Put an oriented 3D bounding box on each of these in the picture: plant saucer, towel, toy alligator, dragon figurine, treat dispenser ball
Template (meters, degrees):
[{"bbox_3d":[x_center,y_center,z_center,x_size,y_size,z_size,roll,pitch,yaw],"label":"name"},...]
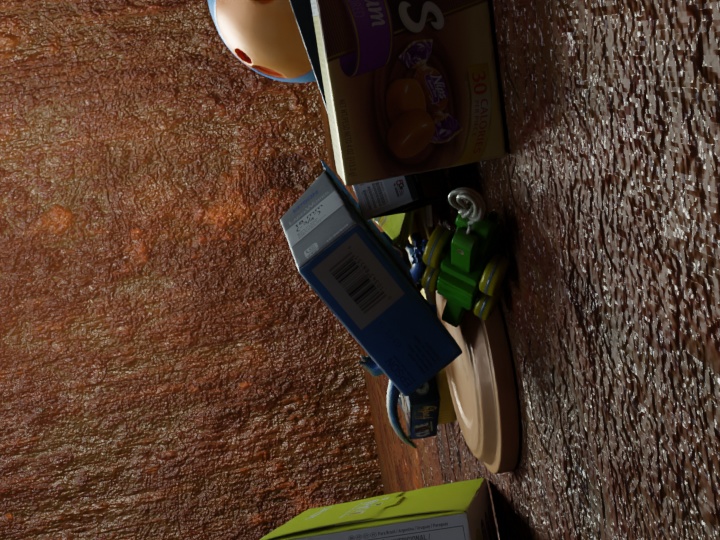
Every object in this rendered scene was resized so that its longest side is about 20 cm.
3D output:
[{"bbox_3d":[0.098,0.077,0.884,0.200,0.032,0.205,169,90,-86],"label":"plant saucer"},{"bbox_3d":[0.037,-0.078,1.046,0.200,0.018,0.088,-116,36,-80],"label":"towel"},{"bbox_3d":[0.082,-0.020,0.731,0.055,0.059,0.201,-57,-15,-23],"label":"toy alligator"},{"bbox_3d":[0.050,0.061,0.985,0.058,0.098,0.204,26,-133,-46],"label":"dragon figurine"},{"bbox_3d":[-0.071,-0.312,1.112,0.201,0.196,0.205,170,90,-86],"label":"treat dispenser ball"}]

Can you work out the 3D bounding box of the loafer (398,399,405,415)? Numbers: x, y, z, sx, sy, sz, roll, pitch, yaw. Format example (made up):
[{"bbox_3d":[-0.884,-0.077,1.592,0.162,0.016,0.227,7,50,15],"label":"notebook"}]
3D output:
[{"bbox_3d":[0.069,0.092,1.272,0.072,0.062,0.204,-39,61,51],"label":"loafer"}]

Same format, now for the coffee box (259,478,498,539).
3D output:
[{"bbox_3d":[0.032,0.317,0.930,0.200,0.196,0.202,17,-118,-77],"label":"coffee box"}]

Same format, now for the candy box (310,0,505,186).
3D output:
[{"bbox_3d":[0.026,-0.169,0.674,0.057,0.114,0.204,-116,17,-75],"label":"candy box"}]

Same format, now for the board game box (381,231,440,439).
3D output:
[{"bbox_3d":[0.050,0.075,1.139,0.136,0.034,0.204,84,175,-65],"label":"board game box"}]

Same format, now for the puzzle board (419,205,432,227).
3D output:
[{"bbox_3d":[0.053,-0.169,1.027,0.152,0.017,0.203,-103,5,-52],"label":"puzzle board"}]

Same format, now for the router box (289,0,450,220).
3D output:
[{"bbox_3d":[0.012,-0.149,0.861,0.157,0.051,0.204,-21,-88,-74],"label":"router box"}]

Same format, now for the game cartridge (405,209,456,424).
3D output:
[{"bbox_3d":[0.080,0.053,1.129,0.201,0.032,0.179,82,177,-56],"label":"game cartridge"}]

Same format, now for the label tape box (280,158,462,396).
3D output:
[{"bbox_3d":[0.000,0.000,0.864,0.145,0.063,0.200,51,-176,-22],"label":"label tape box"}]
